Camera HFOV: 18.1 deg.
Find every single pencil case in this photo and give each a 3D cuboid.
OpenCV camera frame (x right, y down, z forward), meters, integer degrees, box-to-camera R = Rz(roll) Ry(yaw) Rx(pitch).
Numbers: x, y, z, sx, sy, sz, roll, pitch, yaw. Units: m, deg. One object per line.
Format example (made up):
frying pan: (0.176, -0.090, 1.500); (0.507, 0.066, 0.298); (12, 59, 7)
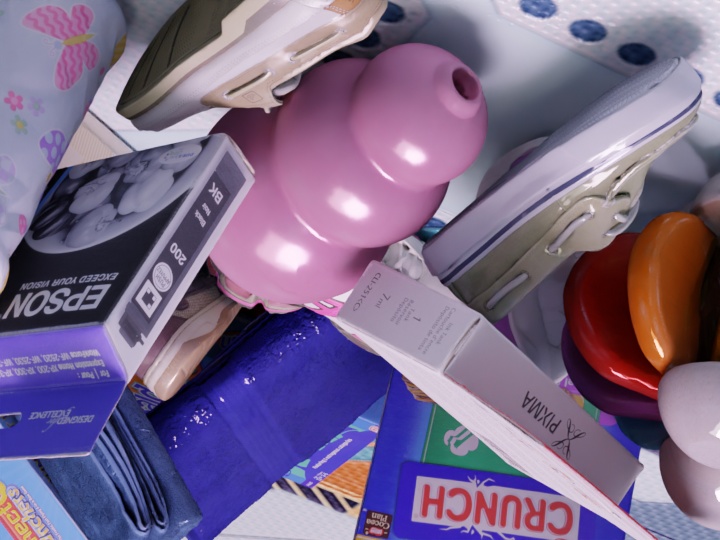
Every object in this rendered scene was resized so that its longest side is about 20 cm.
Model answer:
pencil case: (-0.196, -0.076, 1.231); (0.083, 0.201, 0.091); (-10, 135, 37)

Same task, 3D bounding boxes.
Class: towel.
towel: (-0.179, 0.094, 1.412); (0.201, 0.048, 0.112); (57, 149, 10)
towel: (-0.068, 0.089, 1.519); (0.050, 0.200, 0.148); (48, 172, 31)

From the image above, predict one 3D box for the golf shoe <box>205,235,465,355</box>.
golf shoe: (0.000, 0.000, 1.416); (0.198, 0.073, 0.092); (15, 151, -1)

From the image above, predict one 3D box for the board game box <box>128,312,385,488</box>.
board game box: (-0.091, 0.085, 1.643); (0.199, 0.045, 0.152); (23, 151, -14)

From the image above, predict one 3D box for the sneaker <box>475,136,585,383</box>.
sneaker: (0.120, -0.011, 1.363); (0.099, 0.075, 0.201); (-23, 142, -21)

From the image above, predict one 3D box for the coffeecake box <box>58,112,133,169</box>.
coffeecake box: (-0.243, -0.047, 1.440); (0.199, 0.074, 0.153); (-9, 143, 36)

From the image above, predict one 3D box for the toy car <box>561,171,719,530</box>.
toy car: (0.187, 0.040, 1.294); (0.149, 0.176, 0.200); (8, 152, 12)

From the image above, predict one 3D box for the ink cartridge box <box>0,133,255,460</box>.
ink cartridge box: (-0.175, 0.018, 1.230); (0.197, 0.201, 0.043); (-9, 131, 41)

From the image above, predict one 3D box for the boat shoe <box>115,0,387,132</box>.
boat shoe: (-0.063, -0.117, 1.227); (0.068, 0.075, 0.200); (33, 146, -22)

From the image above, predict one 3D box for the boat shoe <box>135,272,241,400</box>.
boat shoe: (-0.120, 0.028, 1.461); (0.065, 0.072, 0.200); (39, -166, -3)

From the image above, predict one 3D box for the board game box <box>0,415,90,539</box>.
board game box: (-0.213, 0.120, 1.533); (0.056, 0.196, 0.201); (-36, 90, 15)

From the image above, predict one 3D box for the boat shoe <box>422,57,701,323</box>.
boat shoe: (0.118, -0.042, 1.233); (0.062, 0.072, 0.200); (49, 128, -4)

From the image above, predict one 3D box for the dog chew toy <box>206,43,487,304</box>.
dog chew toy: (-0.007, -0.062, 1.266); (0.124, 0.125, 0.200); (29, 140, -27)

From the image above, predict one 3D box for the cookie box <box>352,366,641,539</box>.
cookie box: (0.092, 0.124, 1.463); (0.170, 0.201, 0.075); (12, 153, 3)

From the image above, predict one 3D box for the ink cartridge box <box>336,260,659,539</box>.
ink cartridge box: (0.101, 0.085, 1.261); (0.176, 0.045, 0.200); (29, 172, 44)
